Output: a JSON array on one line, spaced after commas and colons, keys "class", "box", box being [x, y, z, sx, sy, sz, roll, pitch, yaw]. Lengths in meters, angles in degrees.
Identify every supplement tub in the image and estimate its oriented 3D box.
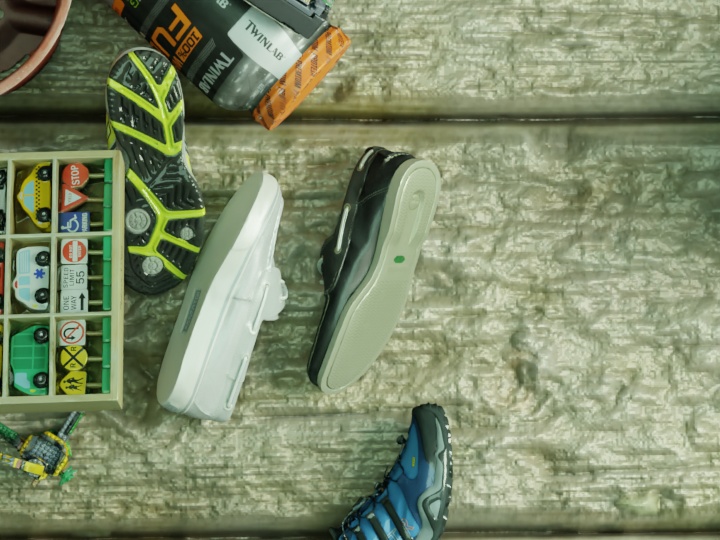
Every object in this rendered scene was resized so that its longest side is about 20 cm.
[{"class": "supplement tub", "box": [-0.111, -0.210, 1.647, 0.200, 0.123, 0.123, 43, 88, 0]}]

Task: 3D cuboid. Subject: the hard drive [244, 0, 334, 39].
[{"class": "hard drive", "box": [-0.068, -0.275, 1.617, 0.140, 0.200, 0.038, 31, 130, -14]}]

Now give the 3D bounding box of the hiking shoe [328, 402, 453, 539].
[{"class": "hiking shoe", "box": [0.021, 0.199, 1.666, 0.087, 0.074, 0.200, 12, 88, -2]}]

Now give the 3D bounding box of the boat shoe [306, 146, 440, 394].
[{"class": "boat shoe", "box": [0.000, 0.000, 1.684, 0.068, 0.072, 0.200, 23, 96, 35]}]

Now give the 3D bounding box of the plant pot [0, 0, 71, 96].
[{"class": "plant pot", "box": [-0.305, -0.211, 1.604, 0.200, 0.195, 0.201, 0, 89, -1]}]

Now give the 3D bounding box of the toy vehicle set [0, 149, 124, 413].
[{"class": "toy vehicle set", "box": [-0.239, 0.008, 1.582, 0.124, 0.027, 0.200, -3, 69, 1]}]

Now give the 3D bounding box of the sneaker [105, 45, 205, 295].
[{"class": "sneaker", "box": [-0.162, -0.080, 1.672, 0.075, 0.076, 0.200, -1, 107, -8]}]

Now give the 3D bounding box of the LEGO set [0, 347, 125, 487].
[{"class": "LEGO set", "box": [-0.277, 0.071, 1.637, 0.200, 0.116, 0.154, 42, 88, 0]}]

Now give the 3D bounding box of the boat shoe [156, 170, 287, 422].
[{"class": "boat shoe", "box": [-0.095, 0.024, 1.673, 0.068, 0.072, 0.200, 22, 81, -23]}]
